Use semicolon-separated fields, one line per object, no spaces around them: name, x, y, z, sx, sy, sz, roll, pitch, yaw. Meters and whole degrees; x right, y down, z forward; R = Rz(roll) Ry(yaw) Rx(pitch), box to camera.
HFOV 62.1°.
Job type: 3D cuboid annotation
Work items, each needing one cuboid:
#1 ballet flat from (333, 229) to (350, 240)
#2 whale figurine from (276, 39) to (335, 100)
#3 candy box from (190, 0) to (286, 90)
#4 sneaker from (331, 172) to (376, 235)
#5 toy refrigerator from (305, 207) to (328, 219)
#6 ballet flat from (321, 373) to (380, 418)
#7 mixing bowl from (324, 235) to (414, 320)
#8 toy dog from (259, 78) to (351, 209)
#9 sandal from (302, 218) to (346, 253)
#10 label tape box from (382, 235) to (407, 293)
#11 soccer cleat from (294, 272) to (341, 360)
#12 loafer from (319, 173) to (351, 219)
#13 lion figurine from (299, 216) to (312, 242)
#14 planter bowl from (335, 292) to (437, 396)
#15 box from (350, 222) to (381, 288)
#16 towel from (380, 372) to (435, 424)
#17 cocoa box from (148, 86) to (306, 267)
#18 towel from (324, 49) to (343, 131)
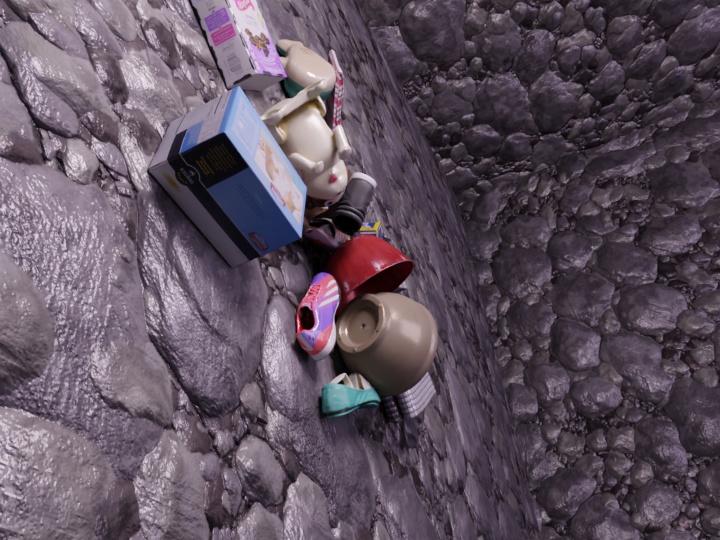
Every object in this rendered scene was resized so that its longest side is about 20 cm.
ballet flat;-0.025;-0.077;1.398;0.203;0.070;0.071;71;18;2
whale figurine;-0.144;-0.480;1.451;0.157;0.105;0.201;-7;50;-35
candy box;-0.238;-0.463;1.167;0.203;0.070;0.168;68;18;-9
sneaker;-0.025;-0.113;1.189;0.100;0.070;0.200;-65;-177;-16
toy refrigerator;-0.137;-0.207;1.202;0.076;0.069;0.203;-1;71;-64
ballet flat;-0.014;0.223;1.095;0.199;0.066;0.072;18;62;-67
mixing bowl;0.000;0.000;1.225;0.109;0.199;0.200;55;14;16
toy dog;-0.097;-0.208;1.081;0.139;0.193;0.202;-41;113;-28
sandal;-0.063;-0.076;1.249;0.060;0.078;0.207;-68;162;-5
label tape box;0.051;-0.014;1.560;0.200;0.062;0.147;14;58;-70
soccer cleat;-0.081;0.065;1.085;0.073;0.068;0.202;46;29;-34
loafer;-0.070;-0.170;1.284;0.068;0.075;0.201;54;-23;15
lion figurine;-0.156;-0.135;1.088;0.124;0.072;0.200;63;-1;25
planter bowl;0.034;0.125;1.165;0.134;0.198;0.203;37;35;-43
box;0.018;-0.003;1.344;0.070;0.063;0.204;-64;151;-68
towel;0.090;0.241;1.377;0.168;0.084;0.200;68;19;1
cocoa box;-0.182;-0.133;0.876;0.201;0.129;0.135;56;22;-37
towel;-0.067;-0.447;1.546;0.148;0.029;0.203;-107;-162;-48
